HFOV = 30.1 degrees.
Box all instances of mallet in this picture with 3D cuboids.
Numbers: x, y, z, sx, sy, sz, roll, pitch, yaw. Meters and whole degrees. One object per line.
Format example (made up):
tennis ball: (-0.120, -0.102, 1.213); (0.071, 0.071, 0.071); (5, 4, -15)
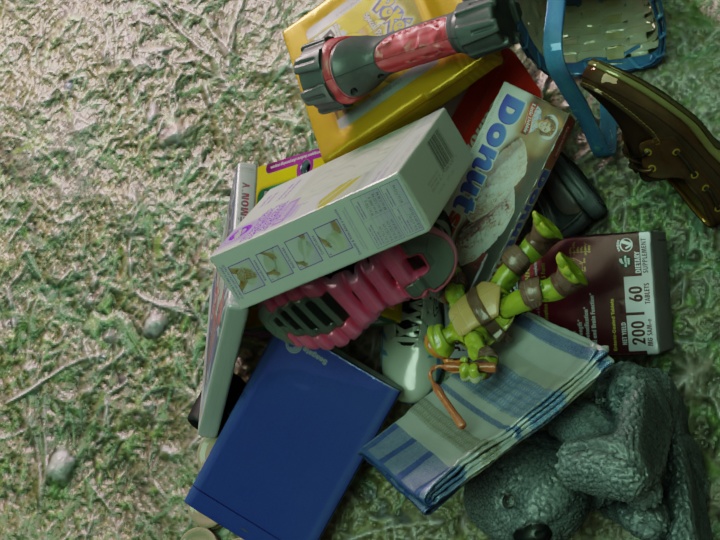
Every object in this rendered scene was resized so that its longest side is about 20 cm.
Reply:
mallet: (-0.075, 0.145, 1.323); (0.199, 0.041, 0.066); (9, 61, 24)

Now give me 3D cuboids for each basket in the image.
basket: (0.204, -0.226, 1.212); (0.138, 0.176, 0.201); (-1, 65, 25)

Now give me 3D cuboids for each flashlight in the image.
flashlight: (0.039, -0.192, 1.167); (0.199, 0.068, 0.068); (-12, 64, 32)

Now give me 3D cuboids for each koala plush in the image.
koala plush: (0.175, 0.177, 1.123); (0.199, 0.178, 0.184); (-20, 29, 27)

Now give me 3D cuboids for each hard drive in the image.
hard drive: (-0.064, 0.166, 1.264); (0.131, 0.025, 0.201); (30, 98, 7)

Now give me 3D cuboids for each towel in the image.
towel: (0.099, 0.111, 1.104); (0.200, 0.024, 0.147); (-38, 22, -10)

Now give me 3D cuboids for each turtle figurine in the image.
turtle figurine: (0.112, 0.036, 1.124); (0.161, 0.064, 0.201); (-37, 35, 18)

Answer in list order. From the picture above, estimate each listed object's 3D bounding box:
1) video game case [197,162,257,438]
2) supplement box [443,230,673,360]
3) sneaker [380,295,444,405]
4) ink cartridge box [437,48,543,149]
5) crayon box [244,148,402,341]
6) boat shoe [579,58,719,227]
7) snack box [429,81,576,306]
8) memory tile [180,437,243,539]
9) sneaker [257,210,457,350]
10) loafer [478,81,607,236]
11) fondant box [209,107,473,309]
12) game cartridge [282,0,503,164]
video game case: (-0.128, 0.030, 1.283); (0.023, 0.201, 0.183); (8, 47, -10)
supplement box: (0.175, 0.024, 1.207); (0.199, 0.061, 0.110); (-5, 89, 27)
sneaker: (0.049, 0.026, 1.279); (0.071, 0.072, 0.202); (1, 78, 25)
ink cartridge box: (0.077, -0.169, 1.278); (0.163, 0.050, 0.201); (-60, 41, 35)
crayon box: (-0.038, -0.028, 1.307); (0.199, 0.058, 0.174); (-11, 69, 48)
boat shoe: (0.261, -0.107, 1.150); (0.068, 0.200, 0.072); (-53, 22, 7)
snack box: (0.116, -0.062, 1.192); (0.072, 0.024, 0.201); (31, 101, 28)
memory tile: (-0.112, 0.266, 1.324); (0.152, 0.017, 0.202); (6, 78, 28)
sneaker: (0.000, 0.000, 1.177); (0.199, 0.079, 0.096); (-23, 28, 22)
loafer: (0.152, -0.113, 1.269); (0.063, 0.072, 0.201); (-41, 65, 15)
fondant box: (-0.015, -0.053, 1.147); (0.199, 0.144, 0.058); (-24, 107, 29)
game cartridge: (0.028, -0.212, 1.244); (0.199, 0.032, 0.177); (-34, 55, 23)
